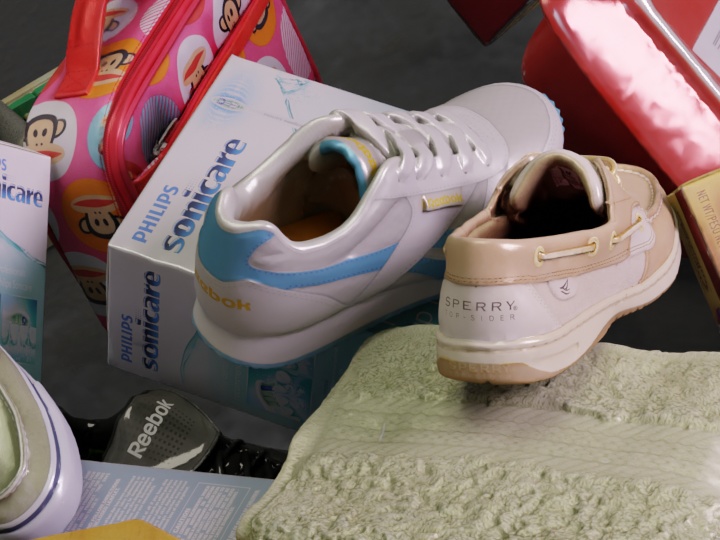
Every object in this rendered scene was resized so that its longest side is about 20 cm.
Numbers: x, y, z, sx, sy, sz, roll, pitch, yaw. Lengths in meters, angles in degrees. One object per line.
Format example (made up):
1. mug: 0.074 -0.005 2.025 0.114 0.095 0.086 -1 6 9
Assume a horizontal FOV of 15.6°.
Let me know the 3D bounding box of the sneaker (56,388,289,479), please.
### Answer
1. sneaker: -0.074 0.098 1.199 0.199 0.091 0.067 1 41 27

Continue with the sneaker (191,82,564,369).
1. sneaker: 0.015 -0.034 1.136 0.200 0.081 0.076 -32 56 -30

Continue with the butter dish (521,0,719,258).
1. butter dish: 0.158 -0.093 1.291 0.148 0.200 0.200 -29 16 50

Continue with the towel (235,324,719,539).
1. towel: 0.062 0.080 1.047 0.199 0.037 0.149 6 44 26

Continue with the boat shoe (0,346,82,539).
1. boat shoe: -0.193 0.044 1.143 0.072 0.062 0.200 -44 56 -1

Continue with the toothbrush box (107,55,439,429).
1. toothbrush box: 0.000 0.000 1.228 0.199 0.086 0.147 18 47 13

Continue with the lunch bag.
1. lunch bag: -0.098 -0.080 1.370 0.082 0.177 0.200 -3 40 28

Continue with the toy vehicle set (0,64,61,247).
1. toy vehicle set: -0.207 -0.049 1.510 0.200 0.027 0.124 -33 37 -17

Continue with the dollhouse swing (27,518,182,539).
1. dollhouse swing: -0.137 0.225 1.035 0.199 0.183 0.176 -12 17 11

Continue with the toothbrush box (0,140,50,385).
1. toothbrush box: -0.235 0.038 1.267 0.146 0.085 0.201 -2 84 25

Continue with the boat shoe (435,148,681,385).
1. boat shoe: 0.087 -0.017 1.099 0.073 0.070 0.200 3 21 21

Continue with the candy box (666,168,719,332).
1. candy box: 0.250 -0.021 1.169 0.199 0.117 0.056 -23 -2 -4

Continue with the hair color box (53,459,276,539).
1. hair color box: -0.098 0.138 1.150 0.199 0.099 0.061 3 44 30

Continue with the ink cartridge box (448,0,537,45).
1. ink cartridge box: 0.105 -0.211 1.419 0.175 0.084 0.200 -41 -1 -26

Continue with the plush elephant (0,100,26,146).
1. plush elephant: -0.288 -0.079 1.415 0.164 0.201 0.155 2 45 17
